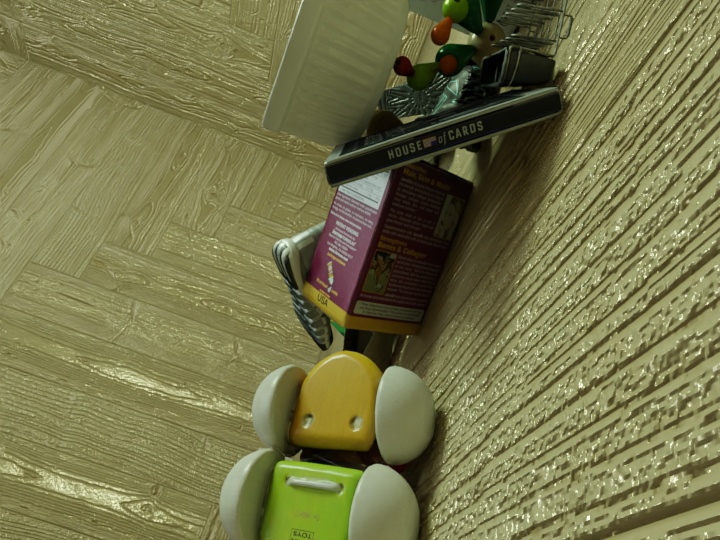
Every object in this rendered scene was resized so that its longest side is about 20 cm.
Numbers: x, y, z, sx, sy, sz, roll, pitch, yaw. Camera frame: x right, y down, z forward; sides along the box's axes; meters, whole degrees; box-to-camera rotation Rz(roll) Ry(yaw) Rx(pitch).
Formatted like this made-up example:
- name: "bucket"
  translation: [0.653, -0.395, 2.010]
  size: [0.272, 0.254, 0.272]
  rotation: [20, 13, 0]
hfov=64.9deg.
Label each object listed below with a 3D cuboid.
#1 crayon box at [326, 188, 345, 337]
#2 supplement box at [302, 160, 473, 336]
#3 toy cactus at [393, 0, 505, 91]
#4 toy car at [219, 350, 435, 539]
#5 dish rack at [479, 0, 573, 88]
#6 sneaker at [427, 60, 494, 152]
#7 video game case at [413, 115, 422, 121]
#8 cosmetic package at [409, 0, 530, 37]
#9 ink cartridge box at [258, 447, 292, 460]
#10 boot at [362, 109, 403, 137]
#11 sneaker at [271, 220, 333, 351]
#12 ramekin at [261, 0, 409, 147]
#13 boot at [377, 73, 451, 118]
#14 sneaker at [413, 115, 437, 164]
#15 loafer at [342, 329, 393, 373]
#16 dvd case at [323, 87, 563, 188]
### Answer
- name: "crayon box"
  translation: [0.000, 0.000, 0.904]
  size: [0.172, 0.057, 0.203]
  rotation: [41, 122, 37]
- name: "supplement box"
  translation: [0.031, -0.037, 0.679]
  size: [0.103, 0.129, 0.204]
  rotation: [31, 105, 48]
- name: "toy cactus"
  translation: [0.116, -0.272, 0.629]
  size: [0.101, 0.164, 0.204]
  rotation: [18, 82, 43]
- name: "toy car"
  translation: [-0.017, 0.187, 0.520]
  size: [0.151, 0.171, 0.203]
  rotation: [62, -146, -45]
- name: "dish rack"
  translation: [0.162, -0.270, 0.521]
  size: [0.154, 0.053, 0.205]
  rotation: [-80, -1, -73]
- name: "sneaker"
  translation: [0.132, -0.218, 0.724]
  size: [0.202, 0.074, 0.080]
  rotation: [-78, 11, -55]
- name: "video game case"
  translation: [0.079, -0.199, 1.111]
  size: [0.182, 0.022, 0.202]
  rotation: [-45, -20, -41]
- name: "cosmetic package"
  translation: [0.138, -0.427, 0.703]
  size: [0.168, 0.196, 0.169]
  rotation: [118, 171, -65]
- name: "ink cartridge box"
  translation: [-0.329, 0.736, 2.051]
  size: [0.200, 0.144, 0.085]
  rotation: [-131, 62, -85]
- name: "boot"
  translation: [0.019, -0.155, 0.793]
  size: [0.073, 0.155, 0.201]
  rotation: [-43, -43, -6]
- name: "sneaker"
  translation: [-0.037, 0.018, 0.762]
  size: [0.114, 0.075, 0.202]
  rotation: [-34, -40, -17]
- name: "ramekin"
  translation: [-0.026, -0.232, 0.611]
  size: [0.200, 0.103, 0.204]
  rotation: [-160, 89, -76]
- name: "boot"
  translation: [0.137, -0.304, 0.966]
  size: [0.200, 0.161, 0.067]
  rotation: [-37, -53, -57]
- name: "sneaker"
  translation: [0.113, -0.204, 0.978]
  size: [0.201, 0.072, 0.118]
  rotation: [-58, -11, -62]
- name: "loafer"
  translation: [0.012, 0.057, 0.804]
  size: [0.075, 0.067, 0.206]
  rotation: [6, 97, 43]
- name: "dvd case"
  translation: [0.066, -0.127, 0.522]
  size: [0.151, 0.195, 0.025]
  rotation: [-87, -20, -73]
